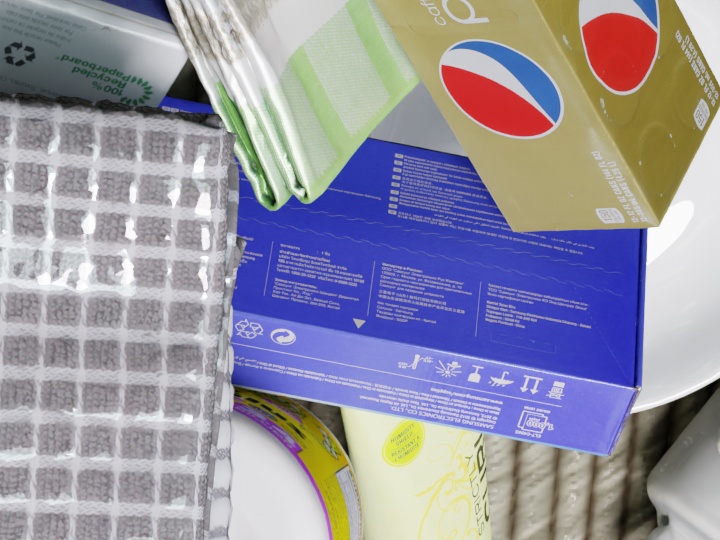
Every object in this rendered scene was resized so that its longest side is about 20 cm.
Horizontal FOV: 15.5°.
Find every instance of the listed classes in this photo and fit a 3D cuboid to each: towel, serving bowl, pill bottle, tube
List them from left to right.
[{"bbox_3d":[-0.132,0.025,0.782,0.199,0.086,0.166,4,81,-7],"label":"towel"},{"bbox_3d":[-0.054,0.092,0.932,0.104,0.200,0.105,0,90,4],"label":"pill bottle"},{"bbox_3d":[-0.023,-0.141,0.858,0.149,0.031,0.200,-46,121,-40],"label":"towel"},{"bbox_3d":[0.024,0.090,1.033,0.052,0.058,0.200,-4,132,3],"label":"tube"},{"bbox_3d":[0.086,-0.042,1.028,0.199,0.066,0.201,-4,120,-8],"label":"serving bowl"}]

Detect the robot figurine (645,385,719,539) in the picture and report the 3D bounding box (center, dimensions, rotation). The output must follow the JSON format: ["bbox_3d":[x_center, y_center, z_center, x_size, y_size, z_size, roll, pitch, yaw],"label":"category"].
[{"bbox_3d":[0.201,0.079,1.126,0.200,0.113,0.170,-50,148,-5],"label":"robot figurine"}]

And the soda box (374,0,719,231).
[{"bbox_3d":[0.046,-0.105,0.877,0.200,0.064,0.068,56,49,-34],"label":"soda box"}]

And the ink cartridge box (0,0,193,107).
[{"bbox_3d":[-0.184,-0.043,0.867,0.196,0.043,0.200,16,131,-25],"label":"ink cartridge box"}]

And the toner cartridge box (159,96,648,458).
[{"bbox_3d":[0.000,0.000,0.940,0.199,0.095,0.043,11,138,-4],"label":"toner cartridge box"}]
